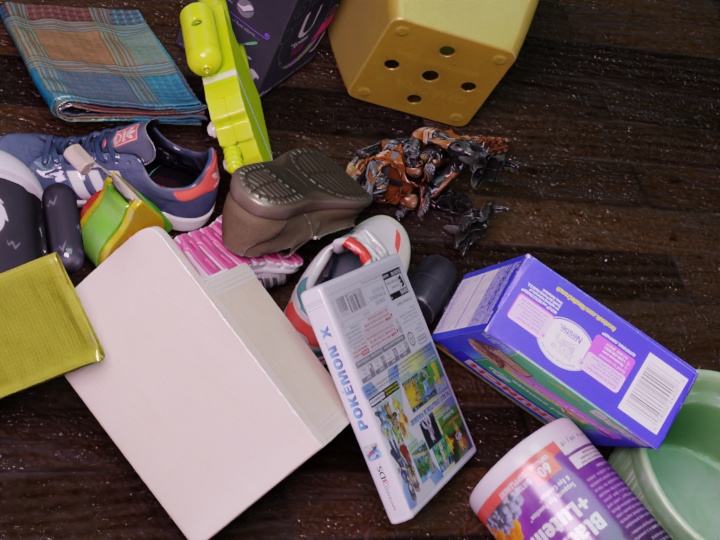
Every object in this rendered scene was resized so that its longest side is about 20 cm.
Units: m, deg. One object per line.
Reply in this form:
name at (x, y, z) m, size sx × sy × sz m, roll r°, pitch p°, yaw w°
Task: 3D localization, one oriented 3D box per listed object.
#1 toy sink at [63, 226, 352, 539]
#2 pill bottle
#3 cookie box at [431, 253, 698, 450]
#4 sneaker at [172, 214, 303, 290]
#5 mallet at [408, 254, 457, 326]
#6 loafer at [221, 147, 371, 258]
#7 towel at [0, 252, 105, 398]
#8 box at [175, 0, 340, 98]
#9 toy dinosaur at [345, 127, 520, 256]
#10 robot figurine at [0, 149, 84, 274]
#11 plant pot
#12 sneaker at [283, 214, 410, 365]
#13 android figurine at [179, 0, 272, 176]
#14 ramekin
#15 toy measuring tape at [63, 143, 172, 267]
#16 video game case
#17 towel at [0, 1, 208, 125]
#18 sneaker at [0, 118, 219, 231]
toy sink at (-0.118, 0.075, 1.110) m, size 0.201 × 0.130 × 0.112 m, roll 51°, pitch 17°, yaw 2°
pill bottle at (0.187, 0.227, 1.197) m, size 0.111 × 0.112 × 0.200 m, roll -23°, pitch 65°, yaw -39°
cookie box at (0.161, 0.071, 1.243) m, size 0.170 × 0.200 × 0.076 m, roll 34°, pitch 80°, yaw -5°
sneaker at (-0.119, 0.010, 1.257) m, size 0.074 × 0.088 × 0.200 m, roll 39°, pitch 22°, yaw 13°
mallet at (0.127, 0.057, 1.370) m, size 0.198 × 0.041 × 0.066 m, roll 30°, pitch 48°, yaw -7°
loafer at (-0.060, -0.055, 1.265) m, size 0.076 × 0.068 × 0.199 m, roll 45°, pitch 23°, yaw 19°
towel at (-0.283, 0.060, 1.043) m, size 0.018 × 0.198 × 0.087 m, roll -90°, pitch 158°, yaw -68°
box at (-0.080, -0.281, 1.435) m, size 0.106 × 0.201 × 0.122 m, roll 37°, pitch 45°, yaw 8°
toy dinosaur at (0.075, -0.102, 1.442) m, size 0.199 × 0.103 × 0.135 m, roll -39°, pitch 53°, yaw -25°
robot figurine at (-0.294, -0.002, 1.134) m, size 0.148 × 0.125 × 0.202 m, roll 6°, pitch 51°, yaw -23°
plant pot at (0.074, -0.267, 1.521) m, size 0.197 × 0.200 × 0.178 m, roll 13°, pitch 58°, yaw -17°
sneaker at (-0.001, 0.000, 1.308) m, size 0.070 × 0.094 × 0.200 m, roll 37°, pitch 45°, yaw 7°
android figurine at (-0.114, -0.147, 1.329) m, size 0.041 × 0.183 × 0.202 m, roll -15°, pitch 53°, yaw 4°
ramekin at (0.304, 0.195, 1.295) m, size 0.198 × 0.098 × 0.202 m, roll 15°, pitch 46°, yaw -16°
toy measuring tape at (-0.206, -0.041, 1.201) m, size 0.072 × 0.200 × 0.075 m, roll -3°, pitch 76°, yaw 12°
video game case at (0.027, 0.086, 1.186) m, size 0.184 × 0.022 × 0.200 m, roll 68°, pitch 19°, yaw 0°
towel at (-0.237, -0.192, 1.364) m, size 0.145 × 0.022 × 0.201 m, roll -1°, pitch 36°, yaw -30°
sneaker at (-0.215, -0.098, 1.285) m, size 0.197 × 0.085 × 0.076 m, roll 10°, pitch 49°, yaw -15°
